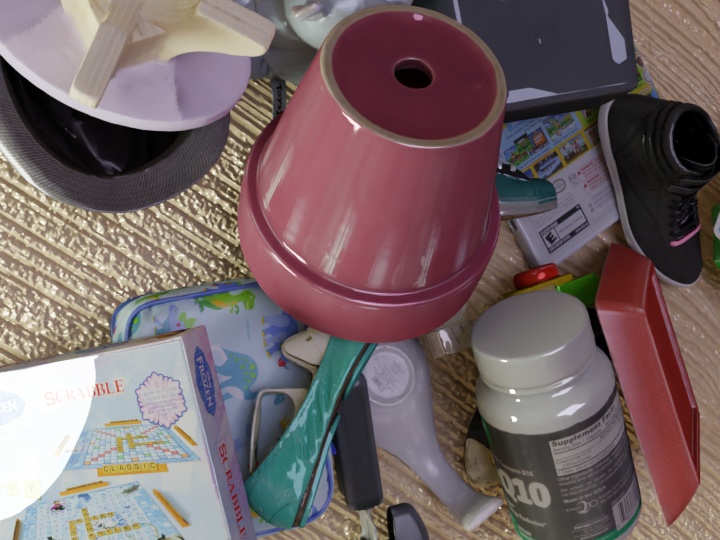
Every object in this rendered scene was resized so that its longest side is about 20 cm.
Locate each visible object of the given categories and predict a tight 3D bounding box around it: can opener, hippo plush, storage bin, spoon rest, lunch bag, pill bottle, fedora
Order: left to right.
[{"bbox_3d":[-0.196,-0.129,0.867,0.176,0.090,0.201,-35,91,-22],"label":"fedora"},{"bbox_3d":[-0.105,0.110,0.912,0.159,0.082,0.202,-11,94,-22],"label":"lunch bag"},{"bbox_3d":[-0.059,-0.202,0.889,0.158,0.160,0.202,-16,96,-23],"label":"hippo plush"},{"bbox_3d":[0.009,0.170,0.959,0.066,0.053,0.202,-16,106,-12],"label":"can opener"},{"bbox_3d":[0.041,0.130,0.996,0.099,0.061,0.201,-35,90,-18],"label":"spoon rest"},{"bbox_3d":[0.130,-0.195,0.974,0.198,0.145,0.136,-10,89,-16],"label":"storage bin"},{"bbox_3d":[0.157,0.125,0.949,0.112,0.113,0.202,-30,119,-20],"label":"pill bottle"}]

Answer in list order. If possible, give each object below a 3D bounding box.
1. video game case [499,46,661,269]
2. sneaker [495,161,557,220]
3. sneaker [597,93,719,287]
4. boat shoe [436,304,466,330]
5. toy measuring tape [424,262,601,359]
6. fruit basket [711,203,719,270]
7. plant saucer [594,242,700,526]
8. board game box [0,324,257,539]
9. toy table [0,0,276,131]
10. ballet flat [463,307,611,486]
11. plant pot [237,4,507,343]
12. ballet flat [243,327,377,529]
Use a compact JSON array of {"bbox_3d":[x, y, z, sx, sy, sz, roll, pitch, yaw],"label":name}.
[{"bbox_3d":[0.195,-0.126,1.075,0.199,0.023,0.183,-34,103,-19],"label":"video game case"},{"bbox_3d":[0.075,-0.083,0.990,0.198,0.071,0.081,1,87,-16],"label":"sneaker"},{"bbox_3d":[0.285,-0.066,1.047,0.070,0.099,0.201,-33,111,-21],"label":"sneaker"},{"bbox_3d":[0.001,-0.003,0.969,0.201,0.060,0.073,28,70,-28],"label":"boat shoe"},{"bbox_3d":[0.130,0.040,1.014,0.198,0.073,0.074,-18,97,-27],"label":"toy measuring tape"},{"bbox_3d":[0.422,-0.057,1.131,0.185,0.093,0.201,44,65,-27],"label":"fruit basket"},{"bbox_3d":[0.257,0.087,1.018,0.036,0.200,0.201,-16,100,20],"label":"plant saucer"},{"bbox_3d":[-0.181,0.155,0.838,0.198,0.041,0.202,-11,96,19],"label":"board game box"},{"bbox_3d":[-0.158,-0.178,0.779,0.198,0.117,0.186,13,75,-17],"label":"toy table"},{"bbox_3d":[0.160,0.108,1.039,0.066,0.057,0.200,46,73,-18],"label":"ballet flat"},{"bbox_3d":[0.018,-0.078,0.828,0.198,0.180,0.202,6,55,-9],"label":"plant pot"},{"bbox_3d":[-0.037,0.089,0.870,0.070,0.067,0.202,24,75,-1],"label":"ballet flat"}]
